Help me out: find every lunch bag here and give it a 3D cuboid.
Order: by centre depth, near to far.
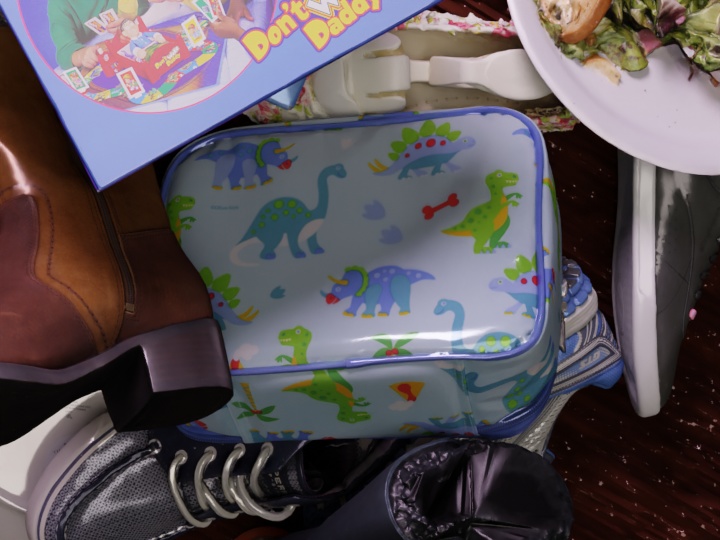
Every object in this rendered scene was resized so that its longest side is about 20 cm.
[{"bbox_3d":[0.000,0.000,0.951,0.198,0.162,0.083,-5,145,9],"label":"lunch bag"}]

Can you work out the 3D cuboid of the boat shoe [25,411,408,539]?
[{"bbox_3d":[-0.070,0.097,0.985,0.199,0.093,0.075,-34,120,-13],"label":"boat shoe"}]

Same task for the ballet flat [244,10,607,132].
[{"bbox_3d":[0.035,-0.102,0.998,0.198,0.064,0.077,-4,96,-8],"label":"ballet flat"}]

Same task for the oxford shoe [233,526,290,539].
[{"bbox_3d":[-0.007,0.230,1.054,0.071,0.073,0.200,-40,105,1],"label":"oxford shoe"}]

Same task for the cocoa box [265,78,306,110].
[{"bbox_3d":[-0.100,-0.174,0.876,0.198,0.131,0.134,23,95,-13],"label":"cocoa box"}]

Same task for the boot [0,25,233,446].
[{"bbox_3d":[-0.154,-0.029,0.851,0.187,0.068,0.202,-4,64,-35],"label":"boot"}]

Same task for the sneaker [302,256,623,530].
[{"bbox_3d":[0.059,0.088,1.037,0.200,0.077,0.085,-39,112,2],"label":"sneaker"}]

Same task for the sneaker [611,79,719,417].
[{"bbox_3d":[0.185,-0.021,1.035,0.098,0.071,0.202,1,97,-4],"label":"sneaker"}]

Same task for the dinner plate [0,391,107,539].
[{"bbox_3d":[-0.153,0.062,1.023,0.198,0.024,0.202,-2,103,-8],"label":"dinner plate"}]

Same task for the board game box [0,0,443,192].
[{"bbox_3d":[-0.053,-0.141,0.799,0.199,0.045,0.135,-29,104,-5],"label":"board game box"}]

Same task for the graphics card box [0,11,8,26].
[{"bbox_3d":[-0.167,-0.153,0.962,0.198,0.051,0.127,0,101,-9],"label":"graphics card box"}]

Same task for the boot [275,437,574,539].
[{"bbox_3d":[0.053,0.146,0.971,0.199,0.168,0.077,12,59,-34],"label":"boot"}]

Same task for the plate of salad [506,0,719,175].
[{"bbox_3d":[0.167,-0.147,0.985,0.198,0.048,0.202,5,71,-16],"label":"plate of salad"}]
